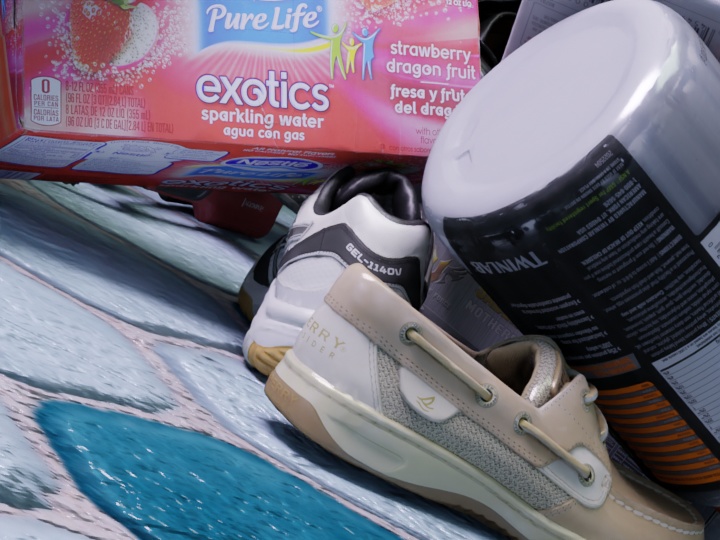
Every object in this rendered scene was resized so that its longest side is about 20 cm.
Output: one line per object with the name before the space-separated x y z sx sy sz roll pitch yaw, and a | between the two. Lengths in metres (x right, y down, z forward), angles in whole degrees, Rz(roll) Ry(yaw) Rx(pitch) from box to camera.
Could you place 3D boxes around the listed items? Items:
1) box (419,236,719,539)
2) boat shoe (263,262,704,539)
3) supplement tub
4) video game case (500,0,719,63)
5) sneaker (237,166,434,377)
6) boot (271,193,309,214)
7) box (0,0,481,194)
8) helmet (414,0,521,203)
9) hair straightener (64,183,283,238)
box | 0.109 0.052 1.103 0.200 0.048 0.158 39 10 24
boat shoe | 0.059 0.058 0.862 0.200 0.065 0.072 27 6 -31
supplement tub | 0.125 0.005 0.918 0.200 0.123 0.123 48 -2 -25
video game case | 0.147 -0.041 0.970 0.199 0.182 0.023 23 51 4
sneaker | 0.000 0.000 0.979 0.075 0.088 0.200 26 5 -8
boot | -0.017 -0.116 1.229 0.068 0.131 0.200 44 14 -24
box | -0.059 -0.086 0.972 0.199 0.096 0.100 2 -9 -25
helmet | 0.085 -0.059 1.327 0.191 0.200 0.200 55 5 -5
hair straightener | -0.107 -0.051 1.184 0.077 0.041 0.200 31 11 20
